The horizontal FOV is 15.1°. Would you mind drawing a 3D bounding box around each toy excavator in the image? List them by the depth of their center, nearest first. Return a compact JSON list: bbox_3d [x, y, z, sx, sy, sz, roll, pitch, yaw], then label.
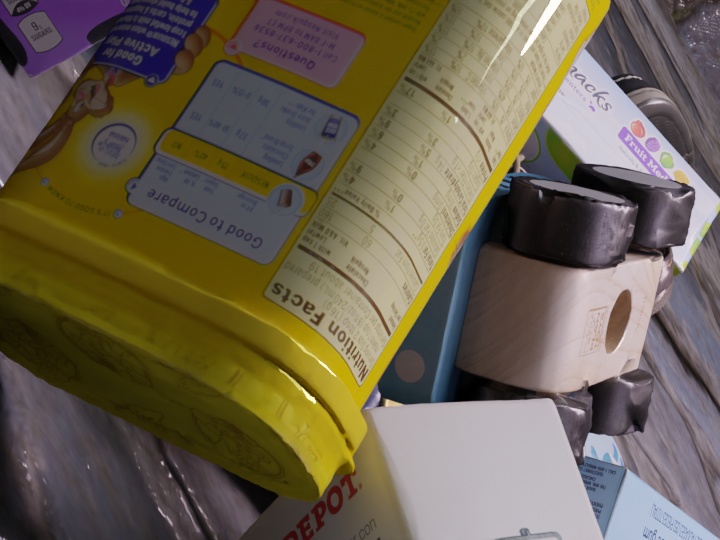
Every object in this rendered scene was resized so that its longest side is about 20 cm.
[{"bbox_3d":[0.000,0.000,1.008,0.194,0.200,0.100,-11,113,-64],"label":"toy excavator"}]

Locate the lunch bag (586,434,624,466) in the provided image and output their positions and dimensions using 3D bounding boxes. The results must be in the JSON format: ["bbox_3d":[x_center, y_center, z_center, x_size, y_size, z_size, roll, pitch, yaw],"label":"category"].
[{"bbox_3d":[0.058,0.068,1.322,0.200,0.082,0.161,64,17,2],"label":"lunch bag"}]

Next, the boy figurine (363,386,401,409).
[{"bbox_3d":[0.011,0.087,1.136,0.200,0.064,0.125,47,47,-47],"label":"boy figurine"}]

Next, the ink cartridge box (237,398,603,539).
[{"bbox_3d":[0.028,0.162,0.911,0.083,0.147,0.200,1,57,-33],"label":"ink cartridge box"}]

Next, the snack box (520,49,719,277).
[{"bbox_3d":[0.041,-0.062,1.185,0.200,0.142,0.053,46,50,-11],"label":"snack box"}]

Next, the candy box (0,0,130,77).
[{"bbox_3d":[-0.106,-0.201,1.020,0.200,0.168,0.072,57,15,-24],"label":"candy box"}]

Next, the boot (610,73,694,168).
[{"bbox_3d":[0.086,-0.067,1.308,0.154,0.073,0.204,54,-14,24],"label":"boot"}]

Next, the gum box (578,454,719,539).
[{"bbox_3d":[0.082,0.185,1.060,0.170,0.044,0.200,38,70,-61],"label":"gum box"}]

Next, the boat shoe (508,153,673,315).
[{"bbox_3d":[0.035,-0.027,1.105,0.075,0.200,0.073,-90,-168,-67],"label":"boat shoe"}]

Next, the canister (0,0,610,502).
[{"bbox_3d":[-0.025,-0.044,0.893,0.148,0.200,0.087,24,-20,25],"label":"canister"}]
